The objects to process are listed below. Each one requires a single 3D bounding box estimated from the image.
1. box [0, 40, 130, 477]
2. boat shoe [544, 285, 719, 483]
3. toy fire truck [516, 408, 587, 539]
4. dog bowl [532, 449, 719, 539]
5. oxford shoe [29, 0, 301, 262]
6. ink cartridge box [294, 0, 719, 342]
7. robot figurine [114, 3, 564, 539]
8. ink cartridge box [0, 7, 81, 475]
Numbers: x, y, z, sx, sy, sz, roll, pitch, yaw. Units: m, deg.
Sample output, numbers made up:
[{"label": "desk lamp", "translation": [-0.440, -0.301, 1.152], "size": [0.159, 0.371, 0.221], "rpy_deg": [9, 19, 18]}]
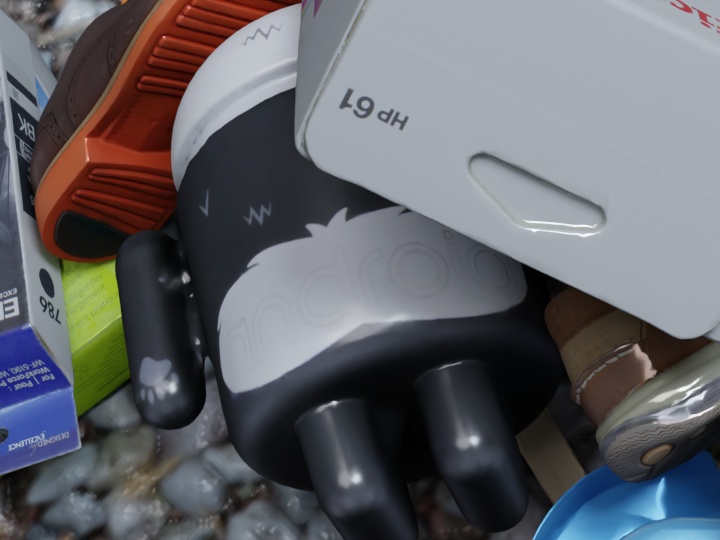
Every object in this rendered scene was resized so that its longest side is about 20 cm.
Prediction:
[{"label": "box", "translation": [-0.168, -0.021, 0.908], "size": [0.122, 0.048, 0.201], "rpy_deg": [-37, 59, 4]}, {"label": "boat shoe", "translation": [0.141, 0.001, 0.698], "size": [0.072, 0.199, 0.076], "rpy_deg": [54, 137, 16]}, {"label": "toy fire truck", "translation": [0.052, 0.122, 0.753], "size": [0.141, 0.049, 0.200], "rpy_deg": [-46, 60, -3]}, {"label": "dog bowl", "translation": [0.151, 0.122, 0.683], "size": [0.198, 0.050, 0.112], "rpy_deg": [2, 66, 5]}, {"label": "oxford shoe", "translation": [-0.075, -0.093, 0.801], "size": [0.200, 0.071, 0.073], "rpy_deg": [-46, 49, 30]}, {"label": "ink cartridge box", "translation": [0.059, -0.080, 0.648], "size": [0.085, 0.144, 0.200], "rpy_deg": [-61, 13, 25]}, {"label": "robot figurine", "translation": [0.002, 0.000, 0.729], "size": [0.125, 0.149, 0.201], "rpy_deg": [-53, 45, 47]}, {"label": "ink cartridge box", "translation": [-0.177, -0.008, 0.858], "size": [0.099, 0.039, 0.202], "rpy_deg": [-19, 64, 13]}]
